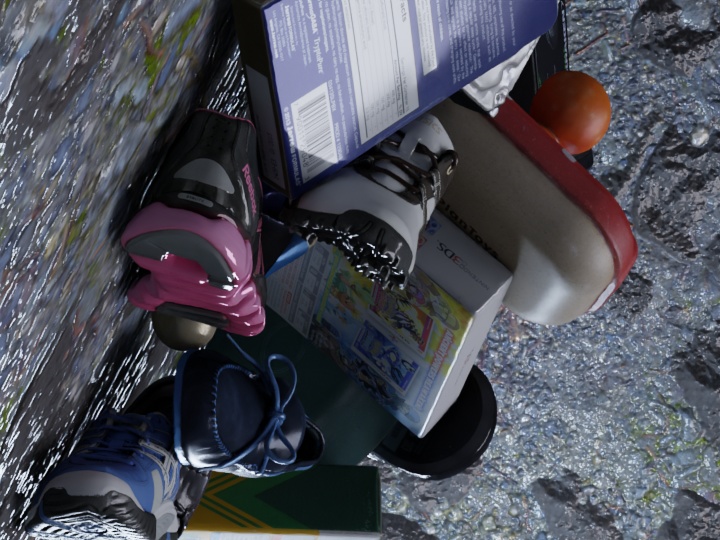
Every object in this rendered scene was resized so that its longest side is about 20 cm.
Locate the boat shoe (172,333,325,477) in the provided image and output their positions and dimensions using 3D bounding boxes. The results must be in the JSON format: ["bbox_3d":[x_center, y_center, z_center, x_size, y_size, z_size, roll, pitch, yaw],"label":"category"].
[{"bbox_3d":[-0.063,0.083,1.398,0.200,0.068,0.085,23,71,-79],"label":"boat shoe"}]

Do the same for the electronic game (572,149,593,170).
[{"bbox_3d":[0.060,-0.061,1.596,0.200,0.199,0.042,-48,127,-75],"label":"electronic game"}]

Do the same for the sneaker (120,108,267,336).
[{"bbox_3d":[-0.078,-0.027,1.232,0.200,0.079,0.096,110,-8,-74],"label":"sneaker"}]

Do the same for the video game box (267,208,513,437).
[{"bbox_3d":[0.000,0.000,1.497,0.047,0.182,0.200,-42,167,-24],"label":"video game box"}]

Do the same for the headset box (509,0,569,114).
[{"bbox_3d":[0.082,-0.178,1.586,0.200,0.092,0.175,-47,132,-74],"label":"headset box"}]

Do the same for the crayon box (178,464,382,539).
[{"bbox_3d":[-0.092,0.170,1.575,0.126,0.199,0.052,108,-18,-65],"label":"crayon box"}]

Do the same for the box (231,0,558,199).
[{"bbox_3d":[0.022,-0.136,1.216,0.200,0.032,0.122,-33,136,-27],"label":"box"}]

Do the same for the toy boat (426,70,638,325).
[{"bbox_3d":[0.101,-0.074,1.435,0.131,0.200,0.131,-43,174,-23],"label":"toy boat"}]

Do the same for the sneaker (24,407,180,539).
[{"bbox_3d":[-0.144,0.116,1.331,0.200,0.075,0.078,77,18,-85],"label":"sneaker"}]

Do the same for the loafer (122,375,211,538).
[{"bbox_3d":[-0.138,0.161,1.464,0.201,0.072,0.063,-63,-159,23],"label":"loafer"}]

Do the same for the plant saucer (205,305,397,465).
[{"bbox_3d":[-0.045,0.060,1.642,0.036,0.199,0.201,38,74,-43],"label":"plant saucer"}]

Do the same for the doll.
[{"bbox_3d":[-0.059,-0.035,1.360,0.136,0.048,0.201,4,123,-57],"label":"doll"}]

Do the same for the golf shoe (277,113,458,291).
[{"bbox_3d":[0.008,-0.047,1.263,0.095,0.078,0.200,-57,-173,4],"label":"golf shoe"}]

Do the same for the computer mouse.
[{"bbox_3d":[0.027,0.085,1.639,0.139,0.200,0.053,-55,138,-6],"label":"computer mouse"}]

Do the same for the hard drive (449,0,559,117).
[{"bbox_3d":[0.049,-0.186,1.279,0.200,0.038,0.140,36,80,-51],"label":"hard drive"}]
